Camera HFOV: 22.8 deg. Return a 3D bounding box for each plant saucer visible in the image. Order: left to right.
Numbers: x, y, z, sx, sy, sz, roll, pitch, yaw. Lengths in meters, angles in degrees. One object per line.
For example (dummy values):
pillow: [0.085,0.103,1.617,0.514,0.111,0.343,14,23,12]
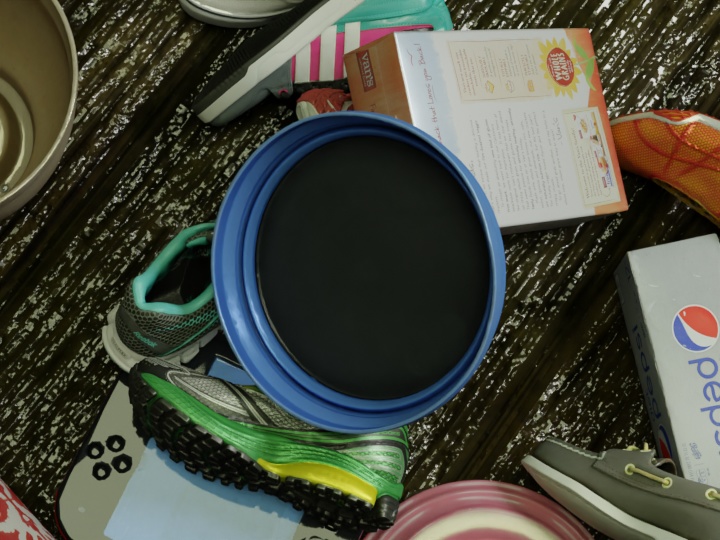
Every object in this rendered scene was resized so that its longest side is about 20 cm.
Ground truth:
plant saucer: [0.082,0.239,1.195,0.198,0.051,0.203,1,75,-3]

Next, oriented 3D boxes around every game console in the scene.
game console: [-0.091,0.141,1.220,0.199,0.031,0.178,25,76,3]

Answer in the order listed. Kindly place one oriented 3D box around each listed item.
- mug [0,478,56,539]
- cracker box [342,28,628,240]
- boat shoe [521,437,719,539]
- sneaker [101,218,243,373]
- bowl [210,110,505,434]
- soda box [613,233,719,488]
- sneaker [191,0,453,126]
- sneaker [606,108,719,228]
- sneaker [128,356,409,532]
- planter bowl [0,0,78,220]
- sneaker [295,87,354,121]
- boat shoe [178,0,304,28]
mug: [-0.274,0.206,1.143,0.177,0.134,0.200,-39,78,-14]
cracker box: [0.088,-0.092,1.216,0.199,0.057,0.135,-7,84,-44]
boat shoe: [0.192,0.151,1.168,0.201,0.072,0.061,24,75,44]
sneaker: [-0.087,-0.006,1.218,0.200,0.091,0.078,-40,77,-23]
bowl: [0.000,0.000,1.129,0.199,0.039,0.203,3,97,25]
soda box: [0.234,0.082,1.238,0.068,0.063,0.202,-12,76,-5]
sneaker: [-0.013,-0.135,1.274,0.199,0.084,0.121,-34,108,17]
sneaker: [0.246,-0.063,1.242,0.199,0.073,0.078,16,82,34]
sneaker: [-0.061,0.103,1.194,0.198,0.078,0.086,23,62,-7]
planter bowl: [-0.286,-0.110,1.219,0.198,0.135,0.202,1,76,-4]
sneaker: [0.005,-0.030,1.225,0.082,0.078,0.201,-24,95,31]
boat shoe: [-0.037,-0.225,1.298,0.198,0.070,0.072,-6,76,-5]
